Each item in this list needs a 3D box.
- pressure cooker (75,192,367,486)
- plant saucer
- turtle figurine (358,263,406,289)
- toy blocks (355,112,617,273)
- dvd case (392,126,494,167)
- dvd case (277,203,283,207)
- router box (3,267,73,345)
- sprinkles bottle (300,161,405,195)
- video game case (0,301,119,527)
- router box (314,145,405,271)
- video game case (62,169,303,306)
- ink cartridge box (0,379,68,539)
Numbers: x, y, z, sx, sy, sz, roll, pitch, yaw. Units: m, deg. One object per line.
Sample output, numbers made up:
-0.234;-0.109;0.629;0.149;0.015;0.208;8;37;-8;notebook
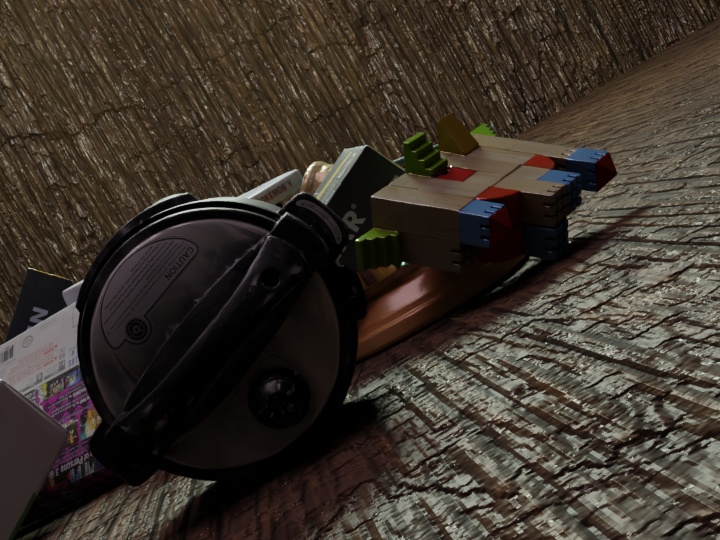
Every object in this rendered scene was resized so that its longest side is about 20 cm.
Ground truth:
-0.084;0.038;0.904;0.178;0.176;0.200;-3;5;-1;pressure cooker
0.044;0.019;1.204;0.200;0.038;0.200;-29;4;2;plant saucer
0.000;0.000;1.375;0.150;0.101;0.200;28;47;35;turtle figurine
0.106;-0.050;1.096;0.136;0.100;0.200;12;29;32;toy blocks
0.036;-0.106;1.547;0.200;0.022;0.146;-20;3;-11;dvd case
-0.096;0.026;1.376;0.200;0.146;0.022;-35;-9;-45;dvd case
-0.358;0.107;1.531;0.157;0.052;0.200;148;138;-75;router box
0.047;-0.060;1.308;0.200;0.068;0.068;5;18;21;sprinkles bottle
-0.279;0.127;1.323;0.200;0.182;0.036;-28;-36;30;video game case
-0.039;-0.007;1.196;0.200;0.052;0.157;-56;8;0;router box
-0.172;-0.033;1.418;0.200;0.023;0.182;-23;8;28;video game case
-0.362;0.198;1.239;0.200;0.084;0.145;-27;30;41;ink cartridge box
